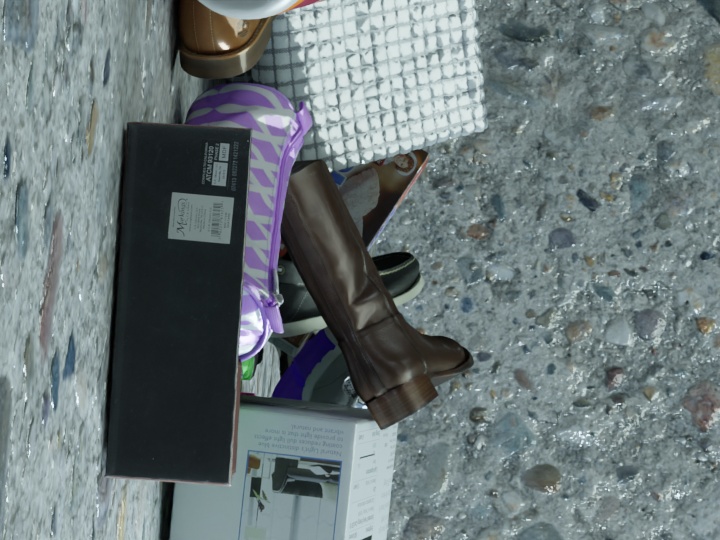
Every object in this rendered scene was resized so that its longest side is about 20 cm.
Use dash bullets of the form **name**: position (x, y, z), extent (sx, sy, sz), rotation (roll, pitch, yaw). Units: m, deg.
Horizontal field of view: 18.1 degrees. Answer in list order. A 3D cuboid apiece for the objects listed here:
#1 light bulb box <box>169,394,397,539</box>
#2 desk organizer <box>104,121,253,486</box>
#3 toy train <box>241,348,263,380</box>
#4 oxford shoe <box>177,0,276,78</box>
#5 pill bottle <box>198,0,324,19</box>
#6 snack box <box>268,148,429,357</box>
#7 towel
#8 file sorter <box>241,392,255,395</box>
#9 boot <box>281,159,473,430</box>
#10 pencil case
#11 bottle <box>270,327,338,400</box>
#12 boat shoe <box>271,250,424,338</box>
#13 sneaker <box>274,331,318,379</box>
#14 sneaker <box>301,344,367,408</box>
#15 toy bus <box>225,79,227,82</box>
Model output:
- **light bulb box**: position (-0.054, 0.194, 1.579), extent (0.198, 0.124, 0.201), rotation (13, 83, -80)
- **desk organizer**: position (-0.101, 0.020, 1.301), extent (0.077, 0.072, 0.201), rotation (66, 27, -87)
- **toy train**: position (-0.097, 0.059, 1.498), extent (0.200, 0.056, 0.042), rotation (-56, 149, -84)
- **oxford shoe**: position (-0.078, -0.207, 1.493), extent (0.200, 0.071, 0.071), rotation (-80, 167, -54)
- **pill bottle**: position (-0.029, -0.224, 1.419), extent (0.200, 0.109, 0.110), rotation (-27, 123, -59)
- **snack box**: position (-0.027, -0.031, 1.761), extent (0.200, 0.072, 0.024), rotation (-56, 174, -23)
- **towel**: position (-0.008, -0.166, 1.647), extent (0.086, 0.200, 0.166), rotation (15, -62, 52)
- **file sorter**: position (-0.046, 0.225, 1.920), extent (0.139, 0.125, 0.200), rotation (87, 7, -64)
- **boot**: position (0.000, 0.000, 1.597), extent (0.200, 0.064, 0.186), rotation (61, 13, -2)
- **pencil case**: position (-0.082, -0.032, 1.431), extent (0.200, 0.085, 0.084), rotation (-86, 158, -44)
- **bottle**: position (-0.043, 0.115, 1.788), extent (0.200, 0.065, 0.084), rotation (-60, -179, 30)
- **boat shoe**: position (-0.021, 0.003, 1.668), extent (0.200, 0.072, 0.068), rotation (-12, 101, -50)
- **sneaker**: position (-0.022, 0.066, 1.895), extent (0.077, 0.088, 0.200), rotation (-56, -139, 38)
- **sneaker**: position (-0.011, 0.139, 1.711), extent (0.200, 0.075, 0.082), rotation (-65, -145, 20)
- **toy bus**: position (-0.053, -0.137, 1.778), extent (0.065, 0.078, 0.200), rotation (-64, 173, -7)
